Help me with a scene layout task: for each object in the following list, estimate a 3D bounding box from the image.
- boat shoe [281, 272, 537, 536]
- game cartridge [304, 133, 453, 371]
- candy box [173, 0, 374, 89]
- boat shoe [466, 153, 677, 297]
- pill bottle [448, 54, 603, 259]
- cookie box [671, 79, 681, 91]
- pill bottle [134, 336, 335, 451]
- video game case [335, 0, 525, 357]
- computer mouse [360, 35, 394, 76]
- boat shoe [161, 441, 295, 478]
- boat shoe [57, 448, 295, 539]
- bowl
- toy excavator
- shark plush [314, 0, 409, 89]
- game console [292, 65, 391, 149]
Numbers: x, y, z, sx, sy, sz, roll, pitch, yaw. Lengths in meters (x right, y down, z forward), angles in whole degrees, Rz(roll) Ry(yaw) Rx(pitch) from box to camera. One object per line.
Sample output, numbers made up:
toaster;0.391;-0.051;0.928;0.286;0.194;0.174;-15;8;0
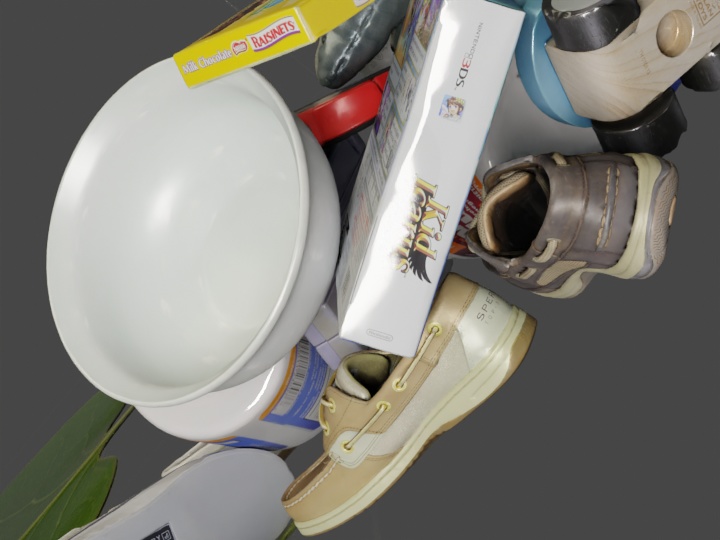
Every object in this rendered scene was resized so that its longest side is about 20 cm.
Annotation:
boat shoe;0.014;0.072;1.234;0.200;0.066;0.074;-45;9;28
game cartridge;0.000;0.000;1.403;0.038;0.130;0.200;-27;18;23
candy box;-0.007;-0.162;1.210;0.102;0.026;0.200;-12;20;43
boat shoe;0.094;-0.031;1.122;0.200;0.073;0.075;157;124;-73
pill bottle;0.078;-0.067;1.344;0.110;0.109;0.200;-54;9;-20
cookie box;0.165;-0.163;1.411;0.171;0.075;0.200;-54;10;-26
pill bottle;-0.071;0.058;1.412;0.112;0.112;0.200;-50;-16;5
video game case;0.033;-0.066;1.162;0.200;0.045;0.182;-97;23;-78
computer mouse;0.056;-0.141;1.545;0.110;0.199;0.044;-32;52;42
boat shoe;-0.063;0.088;1.544;0.200;0.069;0.071;-50;6;0
boat shoe;-0.129;0.167;1.364;0.200;0.071;0.070;-28;11;-38
bowl;-0.079;-0.016;1.248;0.201;0.090;0.202;-12;72;38
toy excavator;0.137;-0.166;1.233;0.194;0.100;0.200;-41;33;-19
shark plush;0.041;-0.202;1.410;0.200;0.091;0.083;-41;11;19
game console;-0.019;-0.098;1.421;0.200;0.031;0.177;-21;6;43
